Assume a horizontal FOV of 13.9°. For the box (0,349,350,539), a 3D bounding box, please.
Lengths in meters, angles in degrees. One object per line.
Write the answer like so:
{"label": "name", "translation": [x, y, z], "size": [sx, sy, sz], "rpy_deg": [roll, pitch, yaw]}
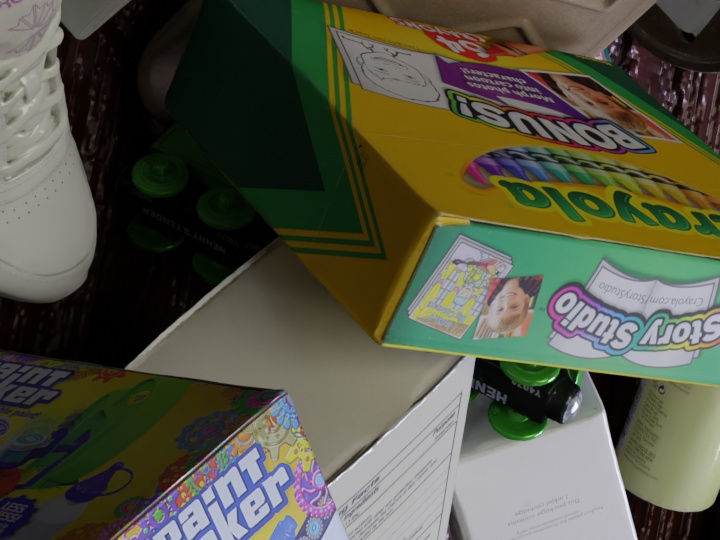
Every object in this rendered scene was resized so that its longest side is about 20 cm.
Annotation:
{"label": "box", "translation": [-0.095, 0.141, 0.997], "size": [0.122, 0.199, 0.194], "rpy_deg": [-39, 119, -34]}

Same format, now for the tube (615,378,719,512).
{"label": "tube", "translation": [0.164, 0.010, 1.295], "size": [0.052, 0.058, 0.201], "rpy_deg": [-19, 131, -54]}

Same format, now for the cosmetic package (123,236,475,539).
{"label": "cosmetic package", "translation": [-0.028, 0.096, 1.077], "size": [0.103, 0.087, 0.201], "rpy_deg": [-39, 152, -35]}

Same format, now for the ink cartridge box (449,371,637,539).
{"label": "ink cartridge box", "translation": [0.069, 0.096, 1.182], "size": [0.067, 0.117, 0.201], "rpy_deg": [-19, 133, -1]}

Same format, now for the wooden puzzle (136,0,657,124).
{"label": "wooden puzzle", "translation": [0.033, -0.122, 1.135], "size": [0.184, 0.200, 0.046], "rpy_deg": [10, 47, -39]}

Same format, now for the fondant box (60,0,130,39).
{"label": "fondant box", "translation": [-0.075, -0.199, 1.050], "size": [0.144, 0.058, 0.200], "rpy_deg": [48, 59, -6]}

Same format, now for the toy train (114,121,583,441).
{"label": "toy train", "translation": [0.000, 0.000, 1.097], "size": [0.056, 0.199, 0.042], "rpy_deg": [-47, 156, -41]}

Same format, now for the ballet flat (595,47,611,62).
{"label": "ballet flat", "translation": [0.057, -0.138, 1.228], "size": [0.071, 0.069, 0.201], "rpy_deg": [-21, 110, -21]}

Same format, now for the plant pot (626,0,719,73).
{"label": "plant pot", "translation": [0.186, -0.162, 1.245], "size": [0.200, 0.186, 0.188], "rpy_deg": [-35, 117, -45]}

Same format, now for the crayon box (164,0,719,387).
{"label": "crayon box", "translation": [0.054, -0.029, 1.073], "size": [0.199, 0.173, 0.059], "rpy_deg": [8, 115, -36]}

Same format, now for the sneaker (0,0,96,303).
{"label": "sneaker", "translation": [-0.136, -0.068, 1.009], "size": [0.075, 0.099, 0.201], "rpy_deg": [-47, 125, -32]}
